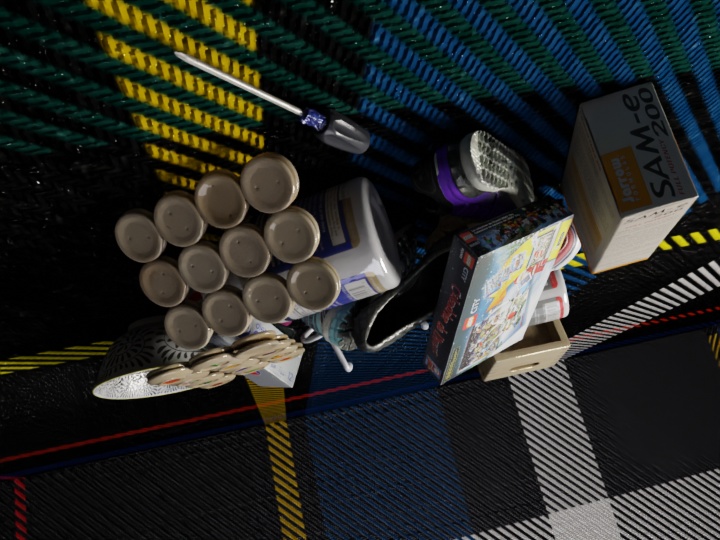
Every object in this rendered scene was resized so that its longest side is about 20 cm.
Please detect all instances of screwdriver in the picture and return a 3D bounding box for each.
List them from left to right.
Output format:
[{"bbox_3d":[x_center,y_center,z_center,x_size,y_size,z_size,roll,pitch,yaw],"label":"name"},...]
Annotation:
[{"bbox_3d":[-0.056,-0.122,0.446,0.028,0.029,0.199,-25,164,32],"label":"screwdriver"}]

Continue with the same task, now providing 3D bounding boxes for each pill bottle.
[{"bbox_3d":[-0.066,-0.012,0.627,0.198,0.121,0.120,-17,161,13],"label":"pill bottle"},{"bbox_3d":[0.256,0.051,1.047,0.197,0.115,0.114,-15,162,7],"label":"pill bottle"}]

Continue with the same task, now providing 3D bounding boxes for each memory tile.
[{"bbox_3d":[-0.127,-0.012,0.554,0.198,0.155,0.017,-18,-161,21],"label":"memory tile"},{"bbox_3d":[-0.149,0.111,0.699,0.151,0.017,0.200,-20,167,1],"label":"memory tile"}]

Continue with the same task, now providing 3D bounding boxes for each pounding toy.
[{"bbox_3d":[0.275,0.117,1.186,0.197,0.186,0.143,-10,150,-9],"label":"pounding toy"}]

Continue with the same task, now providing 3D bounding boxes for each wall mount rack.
[{"bbox_3d":[0.019,0.064,0.811,0.198,0.075,0.174,-29,-170,3],"label":"wall mount rack"}]

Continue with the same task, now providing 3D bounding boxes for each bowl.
[{"bbox_3d":[-0.308,0.127,0.902,0.198,0.095,0.201,-12,162,-4],"label":"bowl"}]

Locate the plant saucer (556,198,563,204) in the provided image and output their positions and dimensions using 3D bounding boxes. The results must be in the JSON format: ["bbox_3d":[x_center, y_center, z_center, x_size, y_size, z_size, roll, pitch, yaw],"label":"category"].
[{"bbox_3d":[0.182,-0.023,0.761,0.199,0.037,0.200,-34,-178,2],"label":"plant saucer"}]

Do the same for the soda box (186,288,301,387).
[{"bbox_3d":[-0.167,0.096,0.824,0.068,0.064,0.200,-5,145,33],"label":"soda box"}]

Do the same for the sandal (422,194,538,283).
[{"bbox_3d":[0.129,-0.060,0.724,0.210,0.070,0.077,-30,-173,-21],"label":"sandal"}]

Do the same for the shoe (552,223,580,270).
[{"bbox_3d":[0.228,-0.020,0.882,0.090,0.072,0.199,-5,165,-40],"label":"shoe"}]

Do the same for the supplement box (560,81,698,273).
[{"bbox_3d":[0.279,-0.088,0.636,0.073,0.128,0.200,-15,162,9],"label":"supplement box"}]

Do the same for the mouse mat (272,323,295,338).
[{"bbox_3d":[-0.189,0.095,0.918,0.159,0.008,0.200,20,156,-7],"label":"mouse mat"}]

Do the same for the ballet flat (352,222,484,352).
[{"bbox_3d":[0.076,0.022,0.637,0.199,0.067,0.057,-41,-165,-2],"label":"ballet flat"}]

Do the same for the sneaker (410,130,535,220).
[{"bbox_3d":[0.120,-0.089,0.633,0.099,0.071,0.199,-16,161,33],"label":"sneaker"}]

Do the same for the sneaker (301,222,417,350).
[{"bbox_3d":[0.000,0.000,0.714,0.086,0.200,0.078,22,141,27],"label":"sneaker"}]

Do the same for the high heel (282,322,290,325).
[{"bbox_3d":[-0.139,0.053,0.852,0.095,0.068,0.200,-26,173,7],"label":"high heel"}]

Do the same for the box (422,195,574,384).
[{"bbox_3d":[0.145,0.026,0.646,0.135,0.038,0.202,-22,140,-27],"label":"box"}]
